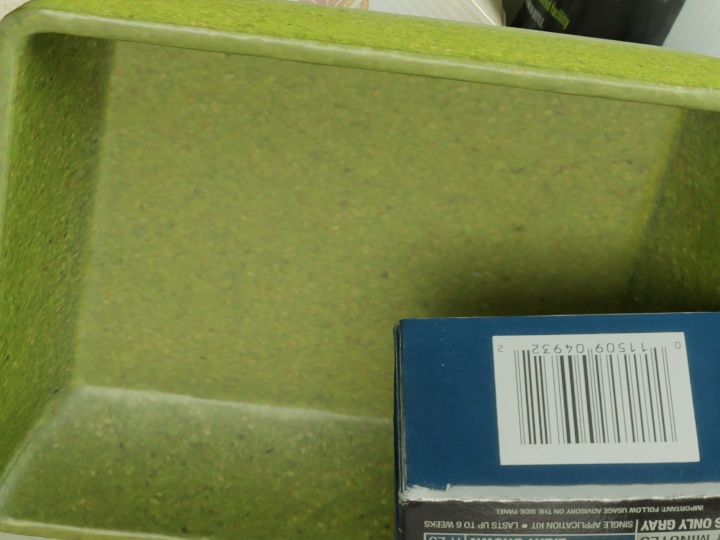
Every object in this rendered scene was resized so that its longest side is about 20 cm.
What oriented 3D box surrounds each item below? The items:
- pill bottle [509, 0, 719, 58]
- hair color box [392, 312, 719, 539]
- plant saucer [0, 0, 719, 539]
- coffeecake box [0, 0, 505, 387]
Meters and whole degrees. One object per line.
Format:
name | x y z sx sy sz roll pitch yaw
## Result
pill bottle | 0.125 -0.118 0.750 0.106 0.106 0.201 24 109 -7
hair color box | 0.059 0.098 0.753 0.099 0.061 0.201 -1 138 1
plant saucer | 0.000 0.000 0.725 0.199 0.048 0.200 6 138 -7
coffeecake box | -0.081 -0.095 0.782 0.153 0.073 0.200 -42 103 16
